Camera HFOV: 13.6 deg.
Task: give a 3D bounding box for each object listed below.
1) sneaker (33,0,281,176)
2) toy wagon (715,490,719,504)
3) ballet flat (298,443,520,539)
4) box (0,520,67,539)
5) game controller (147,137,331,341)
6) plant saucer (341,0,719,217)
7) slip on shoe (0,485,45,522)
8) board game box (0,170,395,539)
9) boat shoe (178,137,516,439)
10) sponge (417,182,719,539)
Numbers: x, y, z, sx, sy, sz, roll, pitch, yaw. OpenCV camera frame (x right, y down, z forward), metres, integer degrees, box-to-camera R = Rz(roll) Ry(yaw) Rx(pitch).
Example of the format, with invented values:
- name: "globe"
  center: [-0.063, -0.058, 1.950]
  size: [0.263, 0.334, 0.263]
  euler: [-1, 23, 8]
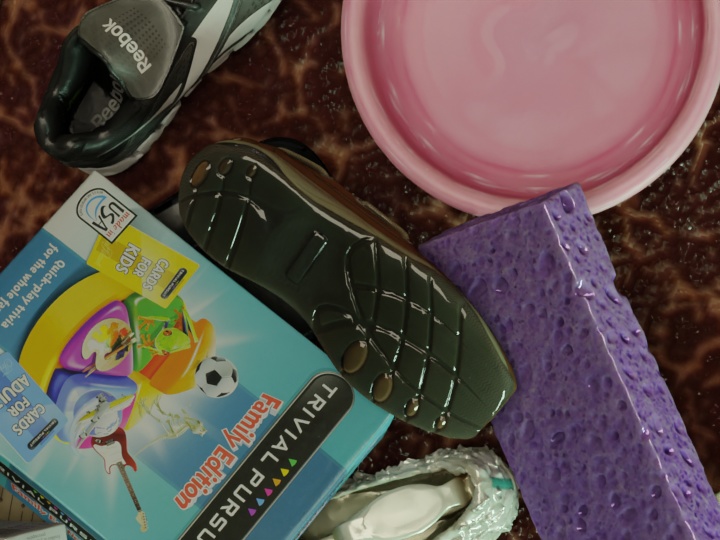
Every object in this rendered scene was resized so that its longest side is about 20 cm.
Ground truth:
- name: "sneaker"
  center: [-0.101, -0.126, 1.557]
  size: [0.066, 0.090, 0.200]
  euler: [42, 106, 8]
- name: "toy wagon"
  center: [0.222, 0.195, 1.537]
  size: [0.154, 0.040, 0.201]
  euler: [15, 91, 10]
- name: "ballet flat"
  center: [-0.014, 0.138, 1.565]
  size: [0.199, 0.072, 0.072]
  euler: [-23, 85, 9]
- name: "box"
  center: [-0.219, 0.149, 1.550]
  size: [0.199, 0.041, 0.039]
  euler: [-3, 95, 49]
- name: "game controller"
  center: [-0.091, 0.017, 1.600]
  size: [0.199, 0.042, 0.105]
  euler: [-31, 98, 8]
- name: "plant saucer"
  center: [0.091, -0.124, 1.562]
  size: [0.199, 0.051, 0.202]
  euler: [0, 89, 9]
- name: "slip on shoe"
  center: [-0.181, 0.153, 1.580]
  size: [0.076, 0.061, 0.201]
  euler: [11, 103, 9]
- name: "board game box"
  center: [-0.106, 0.069, 1.520]
  size: [0.200, 0.047, 0.151]
  euler: [38, 66, 6]
- name: "boat shoe"
  center: [0.000, 0.000, 1.530]
  size: [0.200, 0.074, 0.076]
  euler: [42, 110, 3]
- name: "sponge"
  center: [0.107, 0.063, 1.517]
  size: [0.111, 0.030, 0.201]
  euler: [-21, 94, 53]
